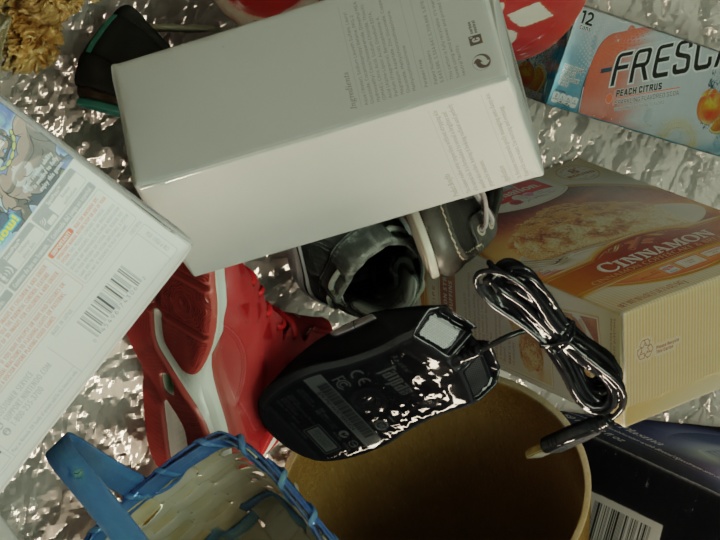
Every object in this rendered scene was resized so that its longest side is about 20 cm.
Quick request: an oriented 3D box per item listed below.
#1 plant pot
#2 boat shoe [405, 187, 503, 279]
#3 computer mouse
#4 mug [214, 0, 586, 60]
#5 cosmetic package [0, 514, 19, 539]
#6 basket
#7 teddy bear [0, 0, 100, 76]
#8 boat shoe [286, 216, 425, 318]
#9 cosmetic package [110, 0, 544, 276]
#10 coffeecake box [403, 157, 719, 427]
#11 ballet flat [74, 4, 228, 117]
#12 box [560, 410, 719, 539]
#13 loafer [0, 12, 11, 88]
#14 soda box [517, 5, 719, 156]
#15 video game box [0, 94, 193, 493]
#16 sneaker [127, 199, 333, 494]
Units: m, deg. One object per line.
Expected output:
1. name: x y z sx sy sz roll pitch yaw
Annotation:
1. plant pot: 0.057 0.195 1.792 0.186 0.186 0.200 -40 142 -22
2. boat shoe: 0.054 -0.044 1.678 0.057 0.200 0.067 -20 100 4
3. computer mouse: 0.050 0.063 1.660 0.140 0.200 0.046 42 36 -29
4. mug: 0.019 -0.159 1.603 0.200 0.133 0.178 -3 87 -49
5. cosmetic package: -0.217 0.174 1.581 0.085 0.107 0.200 -44 128 -16
6. basket: -0.075 0.174 1.596 0.139 0.176 0.200 -40 150 2
7. teddy bear: -0.141 -0.192 1.530 0.200 0.067 0.145 -46 132 -17
8. boat shoe: 0.000 0.000 1.673 0.072 0.071 0.200 -38 163 3
9. cosmetic package: -0.016 -0.077 1.531 0.199 0.081 0.113 -14 152 5
10. coffeecake box: 0.142 0.008 1.759 0.153 0.200 0.073 -19 118 -35
11. ballet flat: -0.068 -0.093 1.634 0.200 0.068 0.069 22 83 -44
12. box: 0.223 0.175 1.896 0.198 0.200 0.124 9 100 -43
13. loafer: -0.198 -0.051 1.500 0.076 0.067 0.201 -69 176 -54
14. soda box: 0.169 -0.118 1.821 0.200 0.068 0.064 12 99 -42
15. video game box: -0.211 0.010 1.432 0.182 0.047 0.200 38 91 -28
16. sneaker: -0.070 0.021 1.682 0.115 0.078 0.201 -31 137 -38
